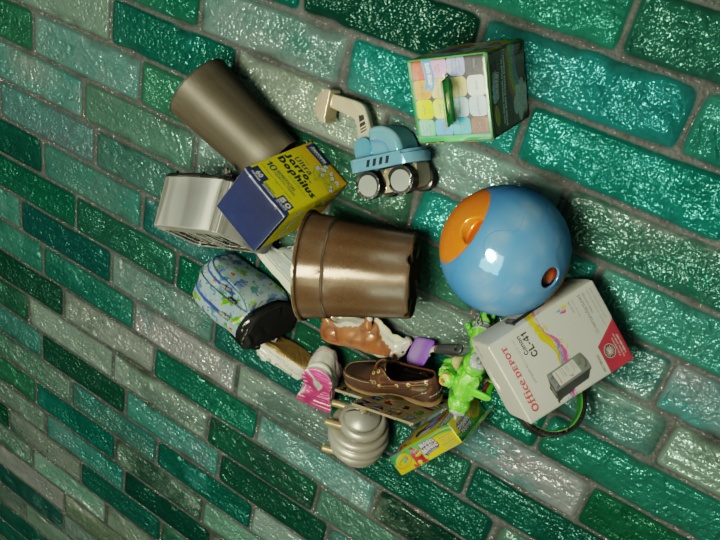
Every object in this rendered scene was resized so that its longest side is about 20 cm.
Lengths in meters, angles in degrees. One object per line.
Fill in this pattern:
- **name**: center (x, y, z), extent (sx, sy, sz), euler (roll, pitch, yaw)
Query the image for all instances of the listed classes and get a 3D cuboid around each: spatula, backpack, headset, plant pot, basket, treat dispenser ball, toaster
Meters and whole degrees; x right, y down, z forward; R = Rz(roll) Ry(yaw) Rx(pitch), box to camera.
- **spatula**: center (0.133, 0.143, 1.314), extent (0.021, 0.057, 0.200), euler (31, 164, -12)
- **backpack**: center (-0.251, 0.056, 1.527), extent (0.200, 0.163, 0.154), euler (23, 113, 31)
- **headset**: center (0.303, 0.175, 1.225), extent (0.094, 0.123, 0.200), euler (105, 147, -68)
- **plant pot**: center (0.000, 0.000, 1.294), extent (0.198, 0.200, 0.201), euler (6, 115, 13)
- **basket**: center (-0.228, -0.268, 1.359), extent (0.200, 0.180, 0.136), euler (44, 95, -1)
- **treat dispenser ball**: center (0.221, -0.031, 1.135), extent (0.200, 0.201, 0.201), euler (14, 118, 28)
- **toaster**: center (-0.275, -0.112, 1.417), extent (0.180, 0.200, 0.119), euler (7, 77, 31)

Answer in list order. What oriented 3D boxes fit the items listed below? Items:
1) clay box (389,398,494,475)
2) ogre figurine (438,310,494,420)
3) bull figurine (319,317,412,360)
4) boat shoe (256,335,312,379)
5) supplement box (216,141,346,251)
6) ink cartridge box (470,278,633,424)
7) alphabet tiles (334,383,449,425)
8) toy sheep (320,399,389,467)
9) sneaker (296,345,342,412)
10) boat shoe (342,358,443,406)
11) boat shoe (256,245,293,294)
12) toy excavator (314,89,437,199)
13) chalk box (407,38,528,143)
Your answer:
- **clay box**: center (0.153, 0.303, 1.387), extent (0.048, 0.115, 0.200), euler (51, 128, 4)
- **ogre figurine**: center (0.192, 0.172, 1.295), extent (0.098, 0.120, 0.200), euler (33, 123, -7)
- **bull figurine**: center (0.002, 0.110, 1.432), extent (0.199, 0.065, 0.122), euler (5, 110, 29)
- **boat shoe**: center (-0.197, 0.165, 1.582), extent (0.200, 0.071, 0.069), euler (37, 126, 12)
- **supplement box**: center (-0.137, -0.136, 1.322), extent (0.109, 0.200, 0.110), euler (50, 128, 4)
- **ink cartridge box**: center (0.299, 0.124, 1.158), extent (0.148, 0.200, 0.086), euler (60, 170, -6)
- **alphabet tiles**: center (0.059, 0.235, 1.378), extent (0.200, 0.167, 0.008), euler (11, 104, 36)
- **toy sheep**: center (-0.006, 0.325, 1.493), extent (0.138, 0.138, 0.200), euler (29, 140, 20)
- **sneaker**: center (-0.077, 0.225, 1.530), extent (0.081, 0.088, 0.200), euler (24, 145, 4)
- **boat shoe**: center (0.056, 0.192, 1.355), extent (0.199, 0.070, 0.070), euler (6, 135, 25)
- **boat shoe**: center (-0.137, -0.009, 1.467), extent (0.072, 0.070, 0.201), euler (-45, 61, 2)
- **toy excavator**: center (0.023, -0.222, 1.259), extent (0.194, 0.100, 0.201), euler (-6, 95, 33)
- **chalk box**: center (0.151, -0.259, 1.077), extent (0.124, 0.200, 0.125), euler (4, 113, 32)
